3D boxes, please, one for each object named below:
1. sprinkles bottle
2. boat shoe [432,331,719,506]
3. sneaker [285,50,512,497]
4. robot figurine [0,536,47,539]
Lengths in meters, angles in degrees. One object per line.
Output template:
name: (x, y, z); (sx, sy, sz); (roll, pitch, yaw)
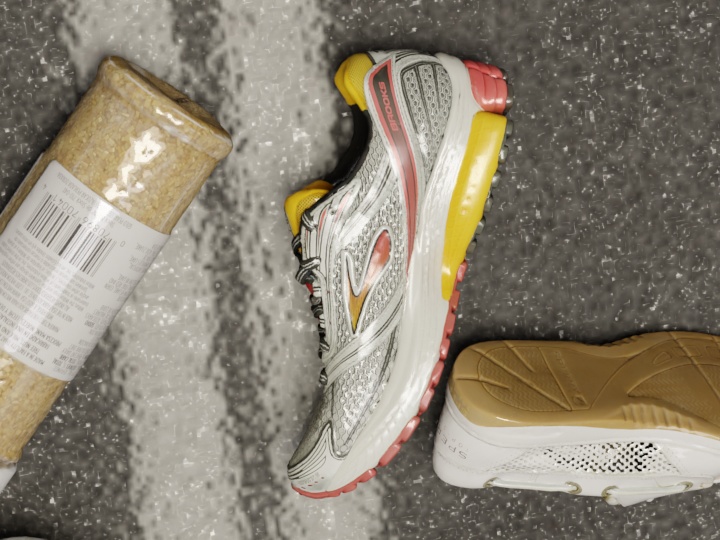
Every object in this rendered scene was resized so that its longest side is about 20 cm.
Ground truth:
sprinkles bottle: (-0.135, 0.008, 0.993); (0.068, 0.068, 0.200); (33, 96, -17)
boat shoe: (0.124, 0.074, 1.070); (0.199, 0.071, 0.069); (5, 130, -20)
sneaker: (0.000, 0.000, 1.013); (0.082, 0.078, 0.201); (15, 92, -10)
robot figurine: (-0.186, 0.200, 1.005); (0.200, 0.150, 0.125); (-28, 96, -3)
